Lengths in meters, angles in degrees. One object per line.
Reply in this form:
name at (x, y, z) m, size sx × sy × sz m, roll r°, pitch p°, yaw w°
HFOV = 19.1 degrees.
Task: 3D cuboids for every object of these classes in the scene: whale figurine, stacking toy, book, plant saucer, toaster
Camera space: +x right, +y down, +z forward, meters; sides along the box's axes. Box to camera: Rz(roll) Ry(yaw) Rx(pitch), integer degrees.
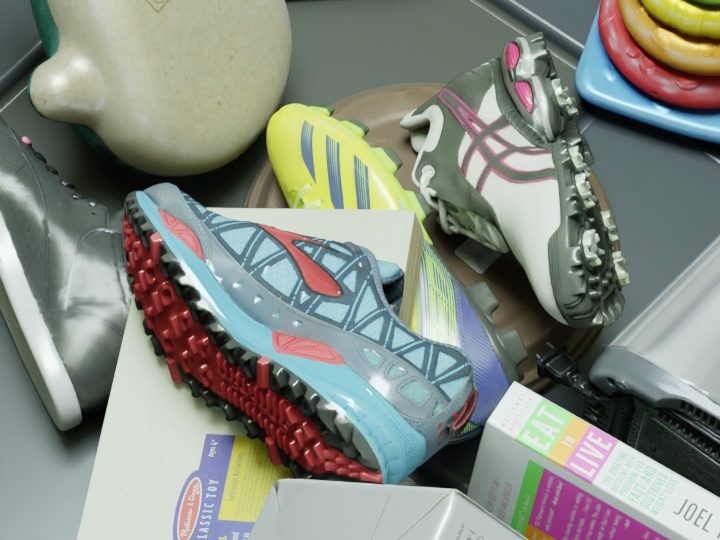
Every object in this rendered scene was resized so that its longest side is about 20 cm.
whale figurine at (-0.126, -0.137, 1.079) m, size 0.104 × 0.200 × 0.159 m, roll -1°, pitch 49°, yaw 51°
stacking toy at (0.182, -0.166, 1.086) m, size 0.109 × 0.200 × 0.116 m, roll 17°, pitch 60°, yaw 8°
book at (0.141, 0.138, 0.950) m, size 0.199 × 0.134 × 0.048 m, roll 30°, pitch 63°, yaw 14°
plant saucer at (0.036, -0.018, 1.097) m, size 0.199 × 0.030 × 0.201 m, roll 1°, pitch 60°, yaw -2°
toaster at (0.195, 0.065, 1.008) m, size 0.200 × 0.114 × 0.129 m, roll 35°, pitch 61°, yaw 21°

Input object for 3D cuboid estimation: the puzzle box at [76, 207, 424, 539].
puzzle box at (-0.050, 0.063, 0.964) m, size 0.132 × 0.025 × 0.201 m, roll 2°, pitch 62°, yaw 16°

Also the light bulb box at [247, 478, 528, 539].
light bulb box at (0.031, 0.215, 0.839) m, size 0.200 × 0.125 × 0.199 m, roll 37°, pitch 69°, yaw -29°

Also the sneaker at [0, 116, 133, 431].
sneaker at (-0.142, -0.024, 1.073) m, size 0.099 × 0.071 × 0.201 m, roll -21°, pitch 69°, yaw -15°

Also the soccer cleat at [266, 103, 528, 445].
soccer cleat at (0.000, 0.000, 1.032) m, size 0.084 × 0.065 × 0.200 m, roll -30°, pitch 66°, yaw -13°

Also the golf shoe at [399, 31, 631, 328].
golf shoe at (0.075, -0.031, 1.034) m, size 0.088 × 0.077 × 0.200 m, roll -22°, pitch 35°, yaw 9°

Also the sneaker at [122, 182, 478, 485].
sneaker at (-0.027, 0.023, 0.936) m, size 0.095 × 0.080 × 0.200 m, roll -27°, pitch 52°, yaw -29°
